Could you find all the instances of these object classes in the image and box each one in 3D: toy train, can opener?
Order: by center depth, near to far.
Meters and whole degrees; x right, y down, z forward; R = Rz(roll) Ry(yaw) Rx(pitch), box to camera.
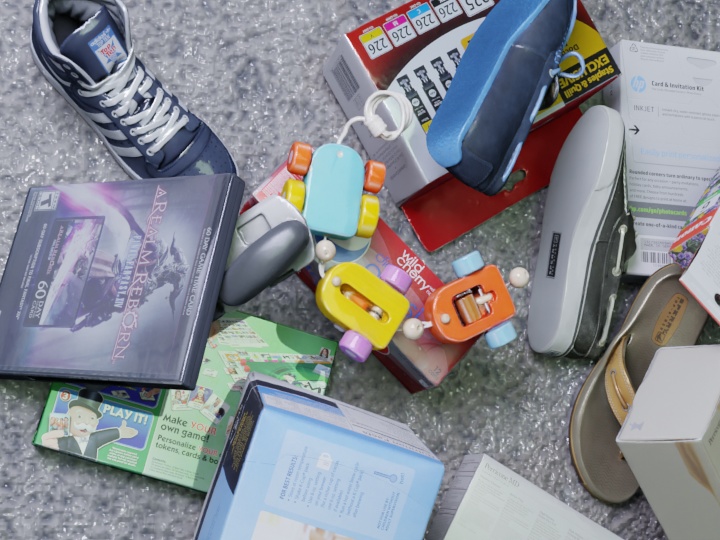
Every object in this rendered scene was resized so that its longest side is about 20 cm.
[{"bbox_3d":[-0.120,0.017,0.791,0.198,0.067,0.054,-32,89,10],"label":"can opener"},{"bbox_3d":[0.023,-0.018,0.842,0.149,0.056,0.202,-29,92,-18],"label":"toy train"}]

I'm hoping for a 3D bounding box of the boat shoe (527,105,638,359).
[{"bbox_3d":[0.186,-0.029,0.939,0.063,0.071,0.203,8,100,-22],"label":"boat shoe"}]

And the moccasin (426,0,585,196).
[{"bbox_3d":[0.111,-0.140,0.859,0.068,0.080,0.201,43,66,-24],"label":"moccasin"}]

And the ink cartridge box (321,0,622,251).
[{"bbox_3d":[0.100,-0.141,0.941,0.198,0.084,0.177,-30,89,-18],"label":"ink cartridge box"}]

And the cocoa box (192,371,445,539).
[{"bbox_3d":[-0.044,0.192,0.791,0.131,0.131,0.203,19,91,-11],"label":"cocoa box"}]

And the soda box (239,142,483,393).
[{"bbox_3d":[0.000,0.000,0.895,0.200,0.070,0.063,47,73,-3],"label":"soda box"}]

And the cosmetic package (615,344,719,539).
[{"bbox_3d":[0.276,0.164,0.884,0.201,0.070,0.106,57,48,-25],"label":"cosmetic package"}]

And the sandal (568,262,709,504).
[{"bbox_3d":[0.228,0.090,0.932,0.079,0.054,0.202,25,91,-10],"label":"sandal"}]

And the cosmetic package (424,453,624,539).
[{"bbox_3d":[0.152,0.227,0.903,0.198,0.051,0.083,32,76,-7],"label":"cosmetic package"}]

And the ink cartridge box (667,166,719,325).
[{"bbox_3d":[0.299,-0.004,0.907,0.109,0.050,0.200,46,50,-4],"label":"ink cartridge box"}]

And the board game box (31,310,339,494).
[{"bbox_3d":[-0.126,0.090,0.867,0.197,0.029,0.137,18,75,-11],"label":"board game box"}]

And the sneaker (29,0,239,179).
[{"bbox_3d":[-0.165,-0.127,0.855,0.200,0.108,0.070,43,73,-4],"label":"sneaker"}]

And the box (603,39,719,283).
[{"bbox_3d":[0.285,-0.088,1.002,0.153,0.041,0.204,4,80,-15],"label":"box"}]

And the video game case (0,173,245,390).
[{"bbox_3d":[-0.174,0.006,0.798,0.019,0.197,0.145,35,61,-50],"label":"video game case"}]
